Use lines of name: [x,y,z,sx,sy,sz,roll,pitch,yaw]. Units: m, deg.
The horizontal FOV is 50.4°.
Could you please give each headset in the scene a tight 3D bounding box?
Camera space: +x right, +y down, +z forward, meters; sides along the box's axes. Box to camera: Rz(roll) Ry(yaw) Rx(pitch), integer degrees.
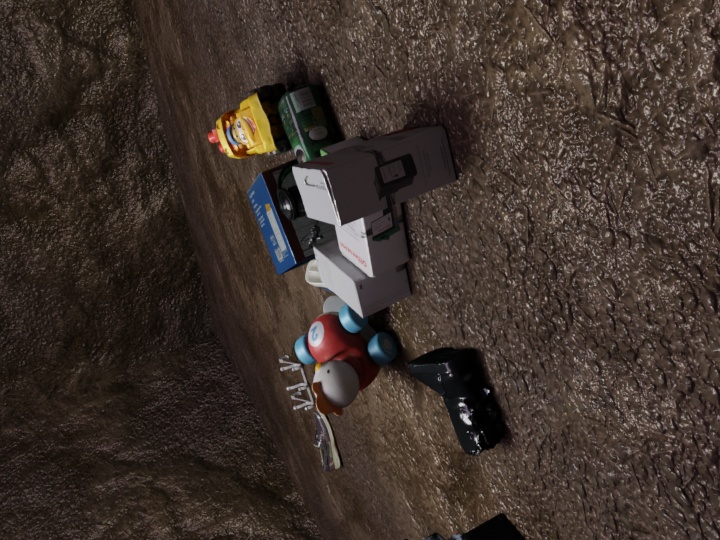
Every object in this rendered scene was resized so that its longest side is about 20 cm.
headset: [-0.103,-0.140,1.524,0.094,0.120,0.205,112,155,-61]

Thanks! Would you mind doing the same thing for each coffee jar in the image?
coffee jar: [-0.087,-0.244,1.473,0.205,0.084,0.104,69,159,4]

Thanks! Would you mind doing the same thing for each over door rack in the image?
over door rack: [-0.221,0.374,2.527,0.199,0.065,0.152,7,115,69]

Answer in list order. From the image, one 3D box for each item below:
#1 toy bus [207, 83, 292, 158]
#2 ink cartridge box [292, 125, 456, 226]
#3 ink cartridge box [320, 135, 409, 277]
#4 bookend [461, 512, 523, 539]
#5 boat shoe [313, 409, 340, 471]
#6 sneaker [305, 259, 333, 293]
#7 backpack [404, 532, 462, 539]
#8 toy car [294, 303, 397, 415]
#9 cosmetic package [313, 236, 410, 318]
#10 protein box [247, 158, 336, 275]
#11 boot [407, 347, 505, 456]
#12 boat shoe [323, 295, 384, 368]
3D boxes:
toy bus: [-0.233,-0.292,1.582,0.200,0.187,0.139,-56,-51,-73]
ink cartridge box: [0.016,-0.140,1.116,0.145,0.196,0.085,20,130,65]
ink cartridge box: [0.008,-0.113,1.347,0.146,0.083,0.205,40,146,56]
bookend: [0.270,0.576,1.329,0.199,0.090,0.204,46,152,52]
boat shoe: [-0.117,0.537,2.406,0.072,0.063,0.205,14,122,69]
sneaker: [-0.025,0.021,1.622,0.197,0.084,0.077,19,91,42]
backpack: [0.190,0.635,1.526,0.204,0.151,0.190,66,170,-10]
toy car: [-0.053,0.199,1.538,0.177,0.201,0.183,47,125,-11]
cosmetic package: [0.000,0.000,1.450,0.200,0.111,0.083,42,149,57]
protein box: [-0.141,-0.120,1.677,0.205,0.132,0.198,68,162,1]
boot: [0.160,0.220,1.301,0.166,0.072,0.198,67,161,-3]
boat shoe: [-0.004,0.136,1.687,0.201,0.071,0.064,52,-171,23]
